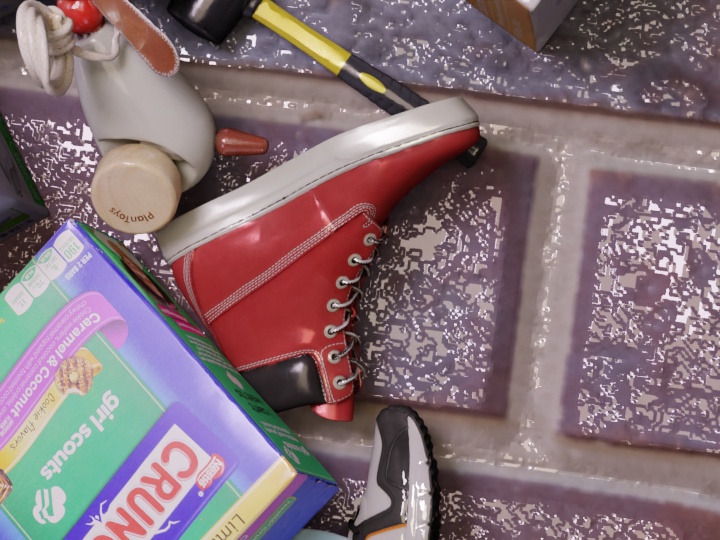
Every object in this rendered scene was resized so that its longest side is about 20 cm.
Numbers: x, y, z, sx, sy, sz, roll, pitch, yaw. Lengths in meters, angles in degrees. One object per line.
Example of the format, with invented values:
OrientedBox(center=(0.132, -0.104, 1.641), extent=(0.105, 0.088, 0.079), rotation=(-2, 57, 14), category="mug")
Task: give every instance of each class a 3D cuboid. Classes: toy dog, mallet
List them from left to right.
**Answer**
OrientedBox(center=(-0.111, -0.114, 1.377), extent=(0.096, 0.200, 0.132), rotation=(-9, 53, 9), category="toy dog")
OrientedBox(center=(-0.021, -0.114, 1.448), extent=(0.200, 0.041, 0.066), rotation=(41, 91, 3), category="mallet")

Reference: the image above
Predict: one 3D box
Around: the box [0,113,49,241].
OrientedBox(center=(-0.292, -0.030, 1.394), extent=(0.199, 0.176, 0.097), rotation=(-27, 84, 4), category="box")

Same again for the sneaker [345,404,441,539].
OrientedBox(center=(0.004, 0.174, 1.404), extent=(0.080, 0.074, 0.201), rotation=(4, 86, 8), category="sneaker")

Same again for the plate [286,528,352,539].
OrientedBox(center=(-0.033, 0.242, 1.378), extent=(0.199, 0.026, 0.201), rotation=(0, 90, 36), category="plate")

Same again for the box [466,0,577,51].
OrientedBox(center=(0.048, -0.229, 1.389), extent=(0.200, 0.152, 0.107), rotation=(37, 91, 8), category="box")

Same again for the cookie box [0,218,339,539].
OrientedBox(center=(-0.140, 0.104, 1.392), extent=(0.171, 0.075, 0.200), rotation=(-47, 70, 8), category="cookie box")

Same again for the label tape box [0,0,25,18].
OrientedBox(center=(-0.244, -0.206, 1.422), extent=(0.199, 0.063, 0.145), rotation=(-22, 84, 29), category="label tape box")

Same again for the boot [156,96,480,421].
OrientedBox(center=(0.000, 0.000, 1.411), extent=(0.199, 0.072, 0.145), rotation=(-28, 84, 18), category="boot")
